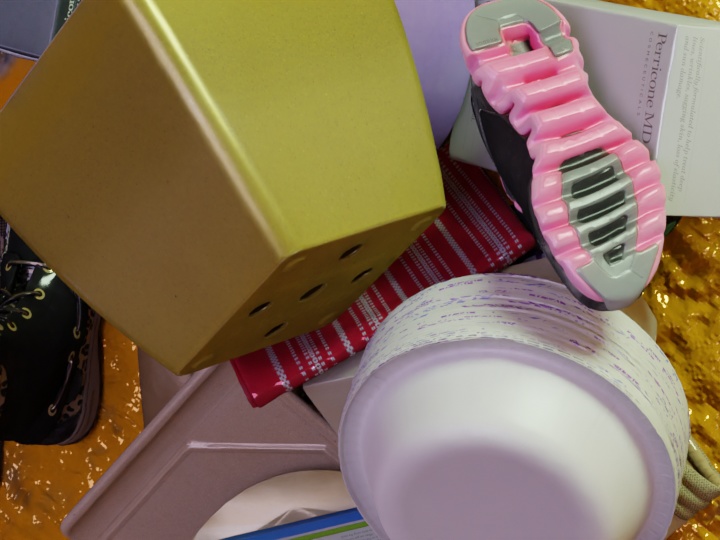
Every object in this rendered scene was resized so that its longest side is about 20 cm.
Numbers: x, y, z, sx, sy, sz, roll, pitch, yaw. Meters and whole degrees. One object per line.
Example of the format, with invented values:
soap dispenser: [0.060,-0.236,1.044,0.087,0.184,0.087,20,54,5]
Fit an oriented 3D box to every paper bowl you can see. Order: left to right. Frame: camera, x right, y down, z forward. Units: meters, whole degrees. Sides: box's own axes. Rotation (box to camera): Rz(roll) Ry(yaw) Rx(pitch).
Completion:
paper bowl: [0.084,0.110,1.429,0.199,0.105,0.202,8,129,10]

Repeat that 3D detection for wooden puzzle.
wooden puzzle: [-0.068,0.165,1.632,0.200,0.037,0.185,38,113,-11]

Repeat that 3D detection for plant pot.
plant pot: [-0.070,-0.060,1.418,0.177,0.199,0.200,57,134,14]

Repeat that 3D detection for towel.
towel: [0.000,0.000,1.534,0.199,0.145,0.023,-30,121,0]

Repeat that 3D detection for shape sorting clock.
shape sorting clock: [-0.028,0.226,1.569,0.198,0.039,0.202,-4,74,13]

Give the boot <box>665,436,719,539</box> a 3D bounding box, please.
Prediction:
boot: [0.114,0.113,1.550,0.200,0.073,0.156,46,113,15]

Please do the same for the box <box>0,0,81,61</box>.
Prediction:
box: [-0.176,-0.240,1.608,0.103,0.182,0.202,16,102,25]

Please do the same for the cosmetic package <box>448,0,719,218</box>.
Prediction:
cosmetic package: [0.144,-0.101,1.467,0.200,0.081,0.114,17,103,56]

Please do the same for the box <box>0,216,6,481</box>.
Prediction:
box: [-0.307,0.061,1.713,0.044,0.160,0.202,6,97,28]

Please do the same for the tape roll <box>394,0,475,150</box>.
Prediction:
tape roll: [-0.024,-0.152,1.554,0.199,0.085,0.202,8,100,49]

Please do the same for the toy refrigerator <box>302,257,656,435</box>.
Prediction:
toy refrigerator: [0.072,0.048,1.505,0.199,0.076,0.070,-13,44,27]

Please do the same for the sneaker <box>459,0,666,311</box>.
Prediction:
sneaker: [0.110,-0.054,1.401,0.096,0.078,0.201,102,152,-57]

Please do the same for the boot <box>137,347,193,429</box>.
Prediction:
boot: [-0.077,0.046,1.653,0.174,0.066,0.202,-9,93,31]

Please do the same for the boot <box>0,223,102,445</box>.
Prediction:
boot: [-0.238,0.027,1.679,0.073,0.150,0.202,5,97,26]

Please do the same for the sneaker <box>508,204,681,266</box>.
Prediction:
sneaker: [0.102,-0.023,1.547,0.199,0.074,0.088,-29,76,27]
